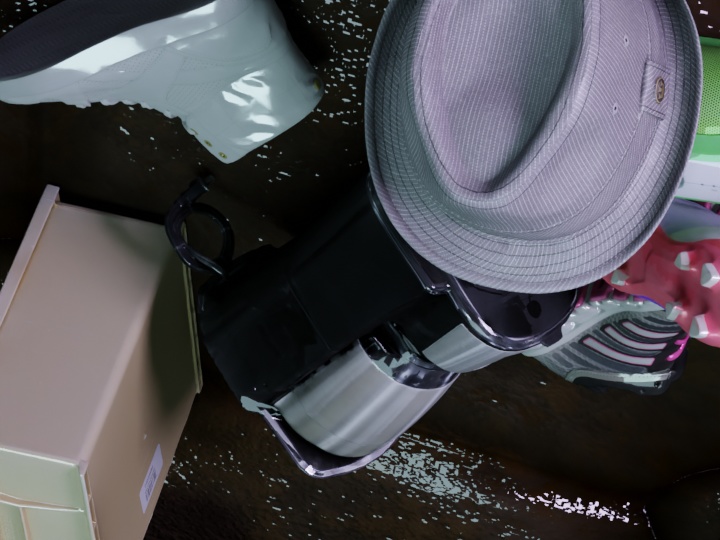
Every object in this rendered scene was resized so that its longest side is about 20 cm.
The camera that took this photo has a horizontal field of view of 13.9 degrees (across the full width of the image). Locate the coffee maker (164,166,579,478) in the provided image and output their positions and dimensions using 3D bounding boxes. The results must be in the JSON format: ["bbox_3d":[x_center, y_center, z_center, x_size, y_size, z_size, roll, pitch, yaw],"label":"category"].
[{"bbox_3d":[0.000,0.000,1.681,0.192,0.135,0.200,37,138,-12],"label":"coffee maker"}]

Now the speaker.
[{"bbox_3d":[0.147,-0.082,1.550,0.199,0.089,0.089,8,141,17],"label":"speaker"}]

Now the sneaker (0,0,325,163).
[{"bbox_3d":[-0.117,-0.101,1.668,0.199,0.074,0.116,-11,129,34],"label":"sneaker"}]

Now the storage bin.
[{"bbox_3d":[-0.174,0.093,1.832,0.093,0.201,0.199,11,142,10],"label":"storage bin"}]

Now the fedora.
[{"bbox_3d":[0.078,-0.091,1.479,0.176,0.201,0.090,18,-178,17],"label":"fedora"}]

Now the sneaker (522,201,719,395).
[{"bbox_3d":[0.170,0.021,1.682,0.087,0.074,0.199,38,143,-25],"label":"sneaker"}]

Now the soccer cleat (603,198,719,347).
[{"bbox_3d":[0.177,-0.010,1.577,0.076,0.200,0.067,6,108,-22],"label":"soccer cleat"}]
